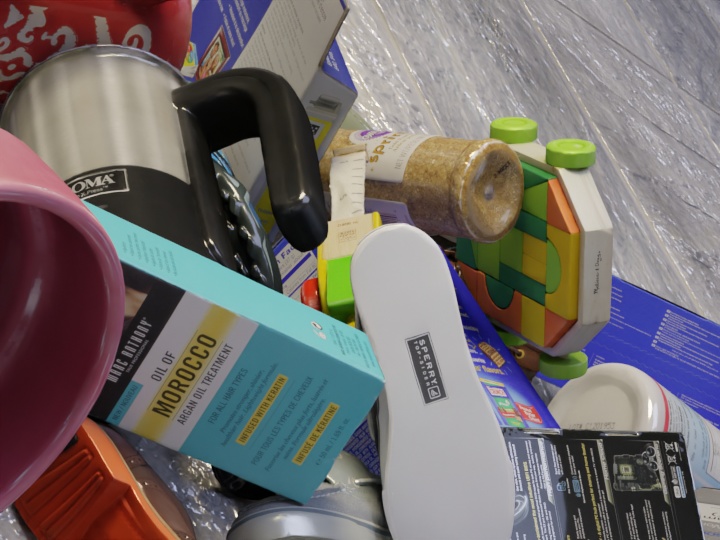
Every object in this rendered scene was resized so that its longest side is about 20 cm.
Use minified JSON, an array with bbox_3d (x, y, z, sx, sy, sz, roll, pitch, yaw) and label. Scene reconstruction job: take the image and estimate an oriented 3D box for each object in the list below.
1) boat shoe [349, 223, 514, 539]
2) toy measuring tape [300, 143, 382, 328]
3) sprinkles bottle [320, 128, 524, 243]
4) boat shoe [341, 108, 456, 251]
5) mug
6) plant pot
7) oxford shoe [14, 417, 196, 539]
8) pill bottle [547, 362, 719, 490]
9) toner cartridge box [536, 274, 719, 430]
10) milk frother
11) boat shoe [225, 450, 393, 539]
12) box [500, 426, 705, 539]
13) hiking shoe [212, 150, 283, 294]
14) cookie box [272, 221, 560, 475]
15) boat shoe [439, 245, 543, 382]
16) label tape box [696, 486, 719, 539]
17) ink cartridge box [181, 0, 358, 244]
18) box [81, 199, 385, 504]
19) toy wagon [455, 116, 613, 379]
[{"bbox_3d":[0.034,0.075,1.094,0.068,0.071,0.201,115,-41,-86],"label":"boat shoe"},{"bbox_3d":[0.000,0.000,1.215,0.073,0.074,0.200,38,25,-23],"label":"toy measuring tape"},{"bbox_3d":[0.013,-0.060,1.340,0.199,0.069,0.068,9,-10,42],"label":"sprinkles bottle"},{"bbox_3d":[-0.004,-0.068,1.487,0.201,0.061,0.072,32,45,-19],"label":"boat shoe"},{"bbox_3d":[-0.196,-0.169,1.150,0.200,0.178,0.134,4,47,-55],"label":"mug"},{"bbox_3d":[-0.223,-0.001,0.804,0.179,0.201,0.200,42,16,30],"label":"plant pot"},{"bbox_3d":[-0.089,0.147,0.945,0.072,0.071,0.200,17,36,-59],"label":"oxford shoe"},{"bbox_3d":[0.225,0.156,1.469,0.200,0.109,0.109,37,24,-36],"label":"pill bottle"},{"bbox_3d":[0.205,0.062,1.534,0.199,0.095,0.043,25,0,-11],"label":"toner cartridge box"},{"bbox_3d":[-0.099,0.005,1.118,0.189,0.179,0.201,-105,-171,-48],"label":"milk frother"},{"bbox_3d":[-0.018,0.134,1.094,0.201,0.070,0.072,21,46,-61],"label":"boat shoe"},{"bbox_3d":[0.133,0.192,1.163,0.159,0.043,0.201,4,67,-32],"label":"box"},{"bbox_3d":[-0.092,-0.039,1.238,0.087,0.074,0.200,19,32,-54],"label":"hiking shoe"},{"bbox_3d":[0.035,0.071,1.300,0.171,0.075,0.200,10,42,-55],"label":"cookie box"},{"bbox_3d":[0.055,0.011,1.452,0.200,0.068,0.072,44,22,-10],"label":"boat shoe"},{"bbox_3d":[0.220,0.229,1.272,0.063,0.145,0.200,8,9,16],"label":"label tape box"},{"bbox_3d":[-0.059,-0.145,1.323,0.047,0.200,0.198,14,37,-29],"label":"ink cartridge box"},{"bbox_3d":[-0.093,0.036,0.981,0.199,0.083,0.049,25,19,-24],"label":"box"},{"bbox_3d":[0.104,-0.022,1.356,0.039,0.156,0.200,-9,20,-27],"label":"toy wagon"}]
